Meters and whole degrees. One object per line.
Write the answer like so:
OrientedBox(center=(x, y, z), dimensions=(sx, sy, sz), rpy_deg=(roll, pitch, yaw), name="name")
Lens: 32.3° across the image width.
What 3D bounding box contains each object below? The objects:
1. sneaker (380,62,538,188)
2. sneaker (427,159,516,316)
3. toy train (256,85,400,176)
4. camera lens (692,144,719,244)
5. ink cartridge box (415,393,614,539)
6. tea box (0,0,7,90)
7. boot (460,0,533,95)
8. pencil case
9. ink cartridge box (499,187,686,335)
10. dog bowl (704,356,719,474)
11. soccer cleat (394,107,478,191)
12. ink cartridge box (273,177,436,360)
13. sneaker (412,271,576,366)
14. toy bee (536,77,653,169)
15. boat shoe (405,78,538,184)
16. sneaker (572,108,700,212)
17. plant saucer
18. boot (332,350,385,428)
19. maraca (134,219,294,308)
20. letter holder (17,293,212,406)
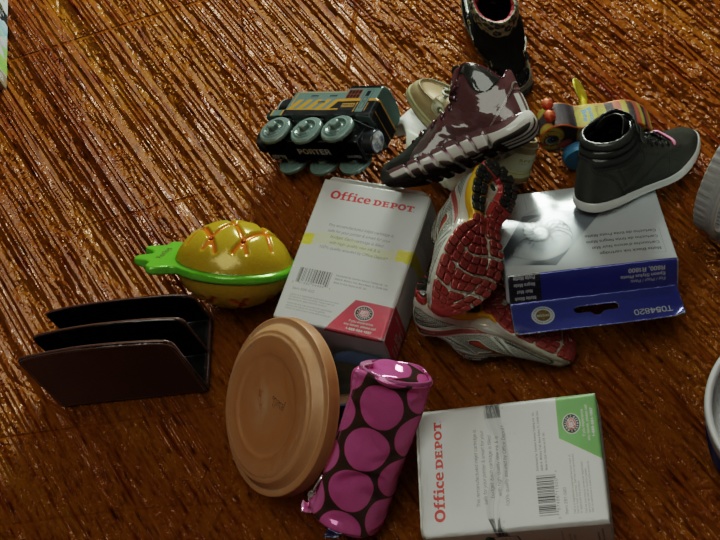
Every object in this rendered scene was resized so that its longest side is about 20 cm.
OrientedBox(center=(0.105, -0.178, 1.472), dimensions=(0.199, 0.076, 0.116), rpy_deg=(-20, 77, 16), name="sneaker")
OrientedBox(center=(0.120, -0.029, 1.423), dimensions=(0.078, 0.082, 0.201), rpy_deg=(35, 55, -17), name="sneaker")
OrientedBox(center=(-0.042, -0.186, 1.618), dimensions=(0.199, 0.085, 0.114), rpy_deg=(4, 51, 38), name="toy train")
OrientedBox(center=(0.491, -0.069, 1.372), dimensions=(0.199, 0.160, 0.160), rpy_deg=(30, 73, 27), name="camera lens")
OrientedBox(center=(0.166, 0.224, 1.345), dimensions=(0.198, 0.084, 0.147), rpy_deg=(-7, 60, 12), name="ink cartridge box")
OrientedBox(center=(-0.622, -0.383, 1.828), dimensions=(0.132, 0.200, 0.198), rpy_deg=(-12, 60, 8), name="tea box")
OrientedBox(center=(0.171, -0.343, 1.614), dimensions=(0.073, 0.154, 0.205), rpy_deg=(-18, 59, 5), name="boot")
OrientedBox(center=(0.007, 0.190, 1.348), dimensions=(0.093, 0.091, 0.201), rpy_deg=(19, 104, 1), name="pencil case")
OrientedBox(center=(0.259, -0.021, 1.436), dimensions=(0.198, 0.041, 0.201), rpy_deg=(-7, 44, 3), name="ink cartridge box")
OrientedBox(center=(0.463, 0.157, 1.304), dimensions=(0.198, 0.079, 0.202), rpy_deg=(-7, 61, 12), name="dog bowl")
OrientedBox(center=(0.104, -0.134, 1.574), dimensions=(0.077, 0.069, 0.201), rpy_deg=(-30, 51, 4), name="soccer cleat")
OrientedBox(center=(0.000, 0.000, 1.514), dimensions=(0.144, 0.084, 0.201), rpy_deg=(11, 65, 20), name="ink cartridge box")
OrientedBox(center=(0.155, 0.066, 1.448), dimensions=(0.199, 0.083, 0.078), rpy_deg=(20, 43, 9), name="sneaker")
OrientedBox(center=(0.261, -0.169, 1.523), dimensions=(0.199, 0.109, 0.131), rpy_deg=(-31, 60, -3), name="toy bee")
OrientedBox(center=(0.140, -0.186, 1.529), dimensions=(0.200, 0.063, 0.073), rpy_deg=(40, 42, 23), name="boat shoe")
OrientedBox(center=(0.330, -0.150, 1.459), dimensions=(0.199, 0.100, 0.071), rpy_deg=(-27, 40, -26), name="sneaker")
OrientedBox(center=(-0.095, 0.152, 1.392), dimensions=(0.200, 0.032, 0.202), rpy_deg=(-10, 76, 50), name="plant saucer")
OrientedBox(center=(-0.045, 0.145, 1.472), dimensions=(0.199, 0.075, 0.097), rpy_deg=(4, 37, 29), name="boot")
OrientedBox(center=(-0.179, -0.010, 1.545), dimensions=(0.198, 0.137, 0.108), rpy_deg=(6, 105, 8), name="maraca")
OrientedBox(center=(-0.298, 0.084, 1.515), dimensions=(0.198, 0.142, 0.101), rpy_deg=(-7, 60, 12), name="letter holder")
